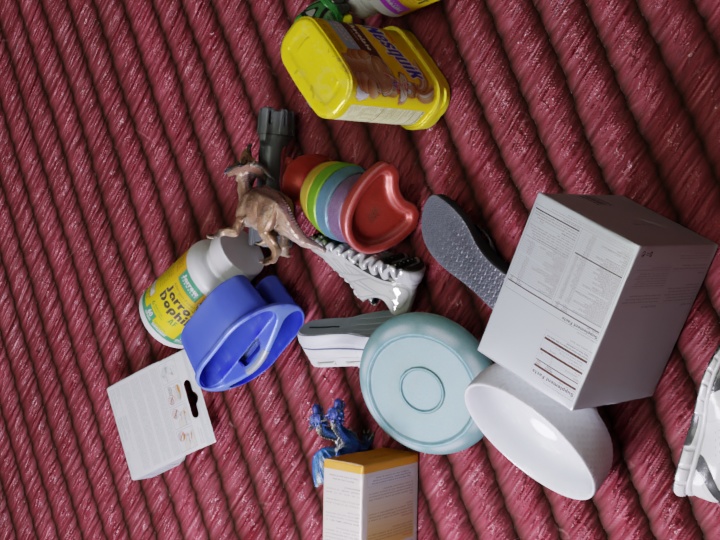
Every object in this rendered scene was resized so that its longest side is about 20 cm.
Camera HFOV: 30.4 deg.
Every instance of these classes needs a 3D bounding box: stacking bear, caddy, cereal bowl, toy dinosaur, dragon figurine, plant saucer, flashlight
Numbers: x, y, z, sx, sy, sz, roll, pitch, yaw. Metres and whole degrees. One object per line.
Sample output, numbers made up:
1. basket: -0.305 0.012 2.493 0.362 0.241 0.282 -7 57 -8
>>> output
1. stacking bear: -0.034 -0.105 1.824 0.114 0.122 0.200 -43 40 -15
2. caddy: -0.169 0.097 1.925 0.200 0.141 0.105 -50 58 30
3. cereal bowl: 0.225 0.179 1.591 0.200 0.200 0.083 30 67 35
4. toy dinosaur: -0.132 -0.090 1.837 0.199 0.086 0.136 27 110 35
5. dragon figurine: -0.029 0.274 1.838 0.059 0.099 0.201 3 93 40
6. plant saucer: 0.084 0.154 1.741 0.199 0.027 0.201 8 109 23
7. flashlight: -0.124 -0.134 1.932 0.068 0.068 0.201 -173 88 -74

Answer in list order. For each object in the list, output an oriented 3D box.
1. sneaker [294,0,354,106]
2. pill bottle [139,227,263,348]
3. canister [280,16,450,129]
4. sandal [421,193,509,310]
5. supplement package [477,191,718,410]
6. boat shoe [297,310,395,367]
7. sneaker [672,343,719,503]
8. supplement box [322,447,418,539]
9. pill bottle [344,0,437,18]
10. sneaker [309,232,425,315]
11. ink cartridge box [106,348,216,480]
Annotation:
1. sneaker: -0.064 -0.295 1.822 0.078 0.085 0.200 47 155 28
2. pill bottle: -0.236 0.023 1.996 0.200 0.112 0.113 -39 68 34
3. canister: 0.007 -0.257 1.723 0.087 0.199 0.149 -47 63 31
4. sandal: 0.151 -0.016 1.721 0.200 0.043 0.076 51 129 16
5. supplement package: 0.272 0.031 1.516 0.147 0.191 0.201 32 111 35
6. boat shoe: 0.007 0.101 1.833 0.199 0.074 0.067 0 121 37
7. sneaker: 0.414 0.169 1.491 0.080 0.074 0.201 16 107 24
8. supplement box: 0.013 0.349 1.789 0.073 0.126 0.201 3 93 39
9. pill bottle: 0.069 -0.396 1.729 0.199 0.104 0.105 -16 82 40
10. sneaker: 0.000 0.000 1.827 0.199 0.075 0.082 26 119 39
11. ink cartridge box: -0.308 0.229 2.115 0.199 0.047 0.161 -27 74 32
